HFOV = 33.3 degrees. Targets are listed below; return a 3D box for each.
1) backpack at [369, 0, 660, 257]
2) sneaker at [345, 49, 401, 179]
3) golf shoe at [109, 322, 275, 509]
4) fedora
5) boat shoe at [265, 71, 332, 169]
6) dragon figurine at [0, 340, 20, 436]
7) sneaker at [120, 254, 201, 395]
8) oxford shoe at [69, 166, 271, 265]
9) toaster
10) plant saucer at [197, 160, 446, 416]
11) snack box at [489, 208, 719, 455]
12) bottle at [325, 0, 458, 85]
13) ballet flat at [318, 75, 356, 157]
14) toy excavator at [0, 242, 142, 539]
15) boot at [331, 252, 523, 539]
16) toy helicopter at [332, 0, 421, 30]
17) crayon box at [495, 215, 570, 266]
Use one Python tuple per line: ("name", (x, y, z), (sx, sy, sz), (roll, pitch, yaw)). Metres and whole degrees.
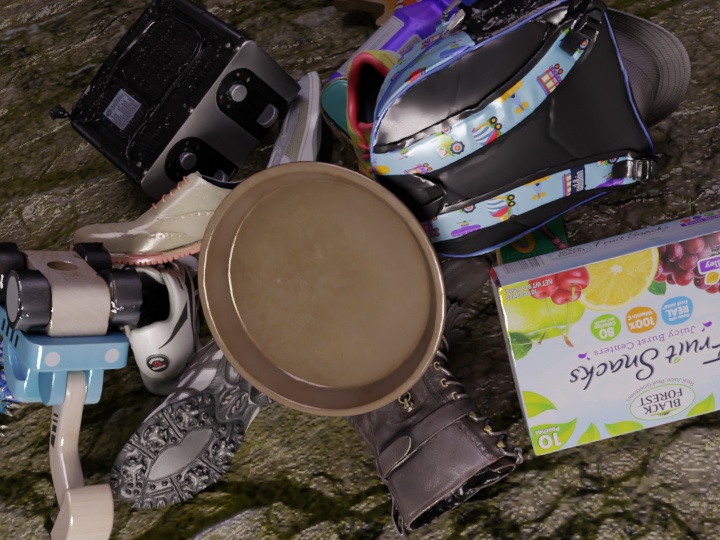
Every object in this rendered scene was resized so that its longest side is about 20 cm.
("backpack", (0.101, -0.115, 0.916), (0.200, 0.183, 0.135), (-28, 35, 4))
("sneaker", (0.024, -0.106, 1.078), (0.078, 0.090, 0.200), (-18, 84, 13))
("golf shoe", (-0.126, 0.115, 0.998), (0.200, 0.078, 0.094), (-42, 16, -10))
("fedora", (0.195, -0.156, 1.102), (0.200, 0.177, 0.090), (17, 59, 4))
("boat shoe", (-0.067, -0.126, 1.217), (0.065, 0.074, 0.202), (-2, 51, 8))
("dragon figurine", (-0.364, 0.099, 1.049), (0.200, 0.100, 0.059), (3, 46, 19))
("sneaker", (-0.186, 0.012, 1.098), (0.074, 0.089, 0.200), (-19, 42, -1))
("oxford shoe", (-0.160, -0.051, 1.067), (0.200, 0.074, 0.071), (-10, 18, -13))
("toaster", (-0.184, -0.168, 1.214), (0.181, 0.119, 0.200), (-53, 49, 0))
("plant saucer", (-0.028, 0.013, 0.909), (0.200, 0.200, 0.029), (3, 18, 19))
("snack box", (0.210, 0.045, 0.906), (0.200, 0.142, 0.053), (-15, 18, 2))
("bottle", (0.055, -0.228, 1.239), (0.200, 0.084, 0.065), (-46, 49, -1))
("ballet flat", (0.036, -0.106, 1.155), (0.071, 0.071, 0.200), (-35, 76, -20))
("toy excavator", (-0.235, 0.094, 0.961), (0.100, 0.200, 0.194), (-2, 21, -32))
("boot", (0.068, 0.093, 0.943), (0.200, 0.069, 0.174), (-42, 55, 0))
("toy helicopter", (0.053, -0.308, 1.368), (0.200, 0.079, 0.132), (20, 53, 37))
("crayon box", (0.142, -0.034, 1.026), (0.058, 0.119, 0.200), (-10, 44, 6))
